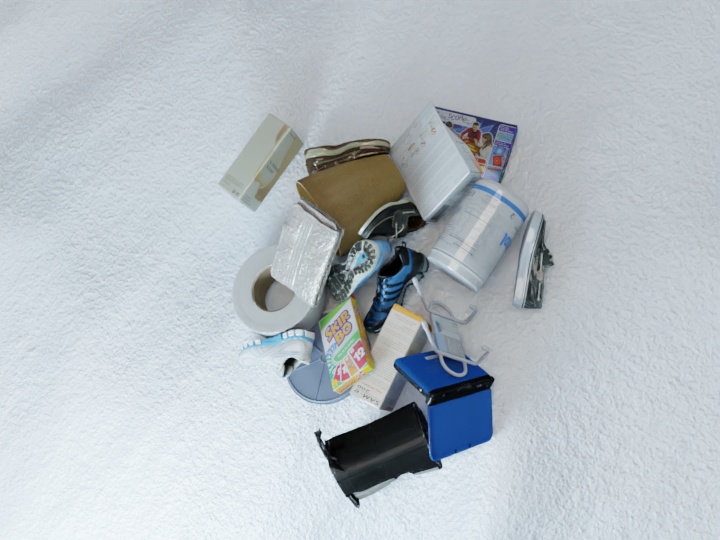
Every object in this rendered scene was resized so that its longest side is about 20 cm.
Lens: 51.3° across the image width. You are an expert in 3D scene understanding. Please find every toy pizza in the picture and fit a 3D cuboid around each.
[{"bbox_3d":[-0.068,0.187,1.590,0.198,0.032,0.202,-8,65,18],"label":"toy pizza"}]

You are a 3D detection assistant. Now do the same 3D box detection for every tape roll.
[{"bbox_3d":[-0.176,0.049,1.627,0.200,0.071,0.205,-6,70,15],"label":"tape roll"}]

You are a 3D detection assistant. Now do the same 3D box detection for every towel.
[{"bbox_3d":[-0.111,-0.036,1.522,0.132,0.034,0.201,36,122,27],"label":"towel"}]

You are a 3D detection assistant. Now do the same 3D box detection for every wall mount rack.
[{"bbox_3d":[0.165,0.105,1.476,0.075,0.172,0.201,-52,29,32],"label":"wall mount rack"}]

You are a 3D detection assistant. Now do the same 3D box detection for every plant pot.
[{"bbox_3d":[-0.010,-0.160,1.603,0.199,0.187,0.187,-33,72,-9],"label":"plant pot"}]

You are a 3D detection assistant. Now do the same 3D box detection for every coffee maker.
[{"bbox_3d":[0.043,0.350,1.454,0.198,0.192,0.136,-26,59,5],"label":"coffee maker"}]

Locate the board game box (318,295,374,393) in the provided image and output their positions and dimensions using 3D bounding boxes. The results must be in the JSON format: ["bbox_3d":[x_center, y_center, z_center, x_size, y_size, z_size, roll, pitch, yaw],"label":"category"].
[{"bbox_3d":[-0.032,0.143,1.522,0.095,0.030,0.201,-39,39,21],"label":"board game box"}]

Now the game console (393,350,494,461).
[{"bbox_3d":[0.163,0.253,1.461,0.170,0.199,0.119,39,119,36],"label":"game console"}]

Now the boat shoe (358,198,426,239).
[{"bbox_3d":[0.069,-0.099,1.555,0.068,0.199,0.072,48,125,15],"label":"boat shoe"}]

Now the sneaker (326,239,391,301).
[{"bbox_3d":[0.000,0.000,1.578,0.200,0.089,0.079,-39,73,45],"label":"sneaker"}]

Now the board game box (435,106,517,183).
[{"bbox_3d":[0.227,-0.272,1.631,0.198,0.034,0.137,18,82,17],"label":"board game box"}]

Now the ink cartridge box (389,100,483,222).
[{"bbox_3d":[0.155,-0.229,1.587,0.162,0.050,0.201,-46,54,37],"label":"ink cartridge box"}]

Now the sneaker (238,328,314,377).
[{"bbox_3d":[-0.182,0.187,1.580,0.199,0.075,0.088,-20,62,32],"label":"sneaker"}]

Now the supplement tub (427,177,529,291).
[{"bbox_3d":[0.241,-0.074,1.533,0.131,0.132,0.201,32,88,18],"label":"supplement tub"}]

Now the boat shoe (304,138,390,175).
[{"bbox_3d":[-0.027,-0.244,1.675,0.200,0.075,0.076,-6,87,20],"label":"boat shoe"}]

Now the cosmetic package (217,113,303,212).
[{"bbox_3d":[-0.224,-0.243,1.701,0.071,0.105,0.201,35,89,17],"label":"cosmetic package"}]

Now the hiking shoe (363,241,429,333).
[{"bbox_3d":[0.055,0.035,1.561,0.201,0.086,0.074,-58,36,5],"label":"hiking shoe"}]

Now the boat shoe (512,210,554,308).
[{"bbox_3d":[0.360,-0.019,1.532,0.070,0.072,0.202,11,90,7],"label":"boat shoe"}]

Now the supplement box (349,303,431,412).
[{"bbox_3d":[0.065,0.180,1.521,0.073,0.126,0.201,25,84,18],"label":"supplement box"}]
